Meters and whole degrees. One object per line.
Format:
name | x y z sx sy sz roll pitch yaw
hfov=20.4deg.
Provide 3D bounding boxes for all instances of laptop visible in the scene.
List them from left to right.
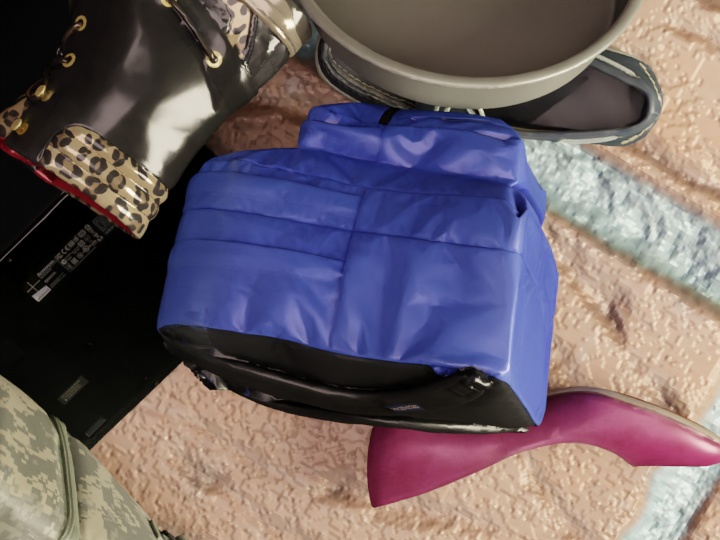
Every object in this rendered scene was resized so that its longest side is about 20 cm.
laptop | -0.174 -0.036 1.173 0.187 0.116 0.200 -43 119 8

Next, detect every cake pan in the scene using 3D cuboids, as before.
cake pan | 0.054 -0.165 1.075 0.198 0.037 0.202 2 56 -3

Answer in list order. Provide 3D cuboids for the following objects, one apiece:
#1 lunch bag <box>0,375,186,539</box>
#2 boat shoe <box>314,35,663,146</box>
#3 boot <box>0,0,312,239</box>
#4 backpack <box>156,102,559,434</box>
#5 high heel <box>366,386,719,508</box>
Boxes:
lunch bag | -0.215 0.180 1.135 0.200 0.140 0.168 -40 124 8
boat shoe | 0.070 -0.107 1.118 0.198 0.062 0.076 16 98 4
boot | -0.143 -0.126 1.036 0.199 0.073 0.151 35 84 -1
backpack | 0.000 0.000 1.072 0.198 0.163 0.169 4 71 14
high heel | 0.103 0.109 1.131 0.198 0.067 0.097 13 86 19
